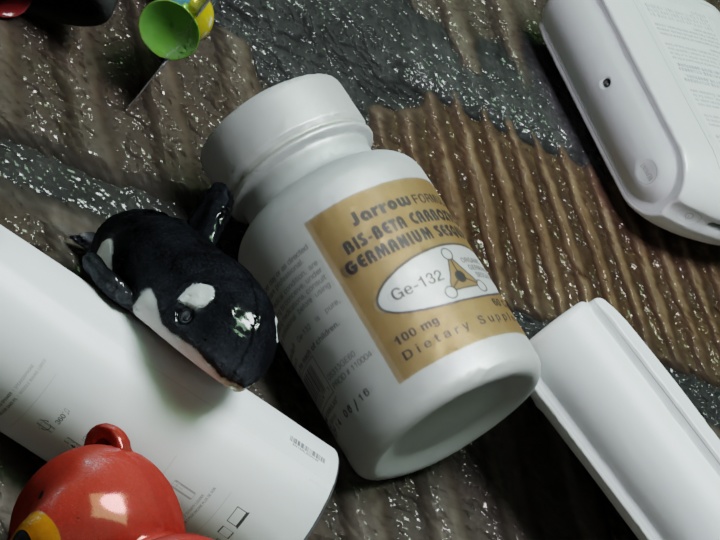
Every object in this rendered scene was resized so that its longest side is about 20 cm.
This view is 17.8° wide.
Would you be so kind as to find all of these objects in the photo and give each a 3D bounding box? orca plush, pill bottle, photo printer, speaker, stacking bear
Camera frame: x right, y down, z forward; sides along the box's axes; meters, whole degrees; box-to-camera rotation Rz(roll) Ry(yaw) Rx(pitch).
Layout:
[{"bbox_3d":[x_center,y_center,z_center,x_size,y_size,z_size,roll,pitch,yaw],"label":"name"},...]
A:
[{"bbox_3d":[-0.075,-0.005,1.100,0.105,0.071,0.200,35,1,-13],"label":"orca plush"},{"bbox_3d":[0.000,0.000,1.224,0.114,0.114,0.200,-7,60,-51],"label":"pill bottle"},{"bbox_3d":[0.227,-0.106,1.617,0.166,0.069,0.200,6,51,-45],"label":"photo printer"},{"bbox_3d":[0.172,0.114,1.286,0.200,0.069,0.166,53,4,11],"label":"photo printer"},{"bbox_3d":[-0.111,0.063,1.063,0.200,0.081,0.081,35,35,-16],"label":"speaker"},{"bbox_3d":[-0.081,0.160,0.964,0.114,0.122,0.200,-5,51,-48],"label":"stacking bear"}]

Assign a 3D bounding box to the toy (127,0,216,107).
[{"bbox_3d":[-0.086,-0.185,1.325,0.047,0.115,0.200,35,35,-10],"label":"toy"}]

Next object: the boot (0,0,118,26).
[{"bbox_3d":[-0.204,-0.219,1.277,0.200,0.072,0.144,28,61,5],"label":"boot"}]
